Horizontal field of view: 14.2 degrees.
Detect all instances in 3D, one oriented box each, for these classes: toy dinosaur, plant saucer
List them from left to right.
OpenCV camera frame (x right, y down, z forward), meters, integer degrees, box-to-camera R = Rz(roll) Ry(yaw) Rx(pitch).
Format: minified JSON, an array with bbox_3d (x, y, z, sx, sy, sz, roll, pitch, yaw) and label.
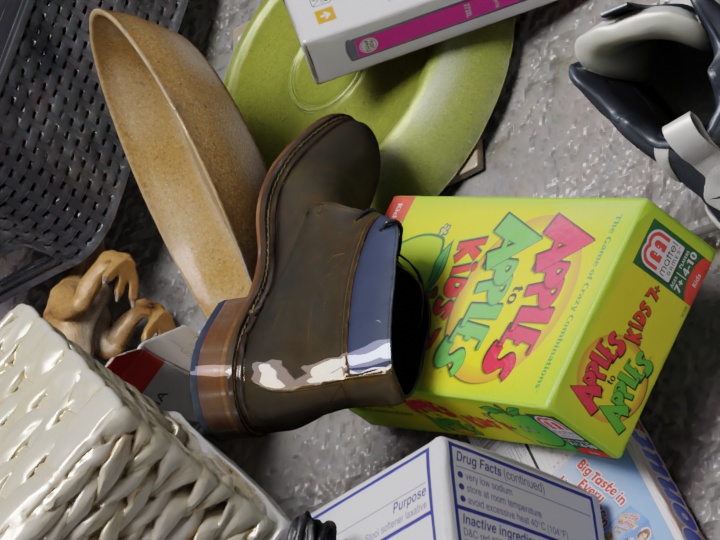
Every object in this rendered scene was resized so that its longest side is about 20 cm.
[{"bbox_3d":[-0.148,0.017,1.540,0.106,0.060,0.201,-14,57,41],"label":"toy dinosaur"},{"bbox_3d":[-0.076,-0.044,1.428,0.035,0.201,0.200,-26,41,-12],"label":"plant saucer"},{"bbox_3d":[-0.008,-0.100,1.482,0.199,0.031,0.201,-24,52,34],"label":"plant saucer"}]

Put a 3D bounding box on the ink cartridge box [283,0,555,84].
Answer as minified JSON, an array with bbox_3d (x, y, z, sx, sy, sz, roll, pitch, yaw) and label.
[{"bbox_3d":[0.055,-0.165,1.427,0.199,0.037,0.095,-21,48,1],"label":"ink cartridge box"}]

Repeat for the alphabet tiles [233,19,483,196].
[{"bbox_3d":[-0.005,-0.077,1.493,0.167,0.008,0.201,-25,50,33],"label":"alphabet tiles"}]

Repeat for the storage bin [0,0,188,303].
[{"bbox_3d":[-0.184,-0.097,1.583,0.135,0.094,0.201,-24,41,48],"label":"storage bin"}]

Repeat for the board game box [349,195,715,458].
[{"bbox_3d":[0.063,0.021,1.298,0.200,0.048,0.102,3,62,59],"label":"board game box"}]

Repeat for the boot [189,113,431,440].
[{"bbox_3d":[0.000,0.000,1.323,0.096,0.075,0.201,-4,43,27],"label":"boot"}]

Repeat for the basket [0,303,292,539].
[{"bbox_3d":[-0.146,0.133,1.219,0.200,0.123,0.135,-48,36,-3],"label":"basket"}]

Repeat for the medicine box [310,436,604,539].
[{"bbox_3d":[0.016,0.202,1.209,0.182,0.103,0.201,-33,49,37],"label":"medicine box"}]

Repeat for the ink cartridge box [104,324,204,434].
[{"bbox_3d":[-0.130,0.108,1.385,0.161,0.050,0.200,-54,-1,6],"label":"ink cartridge box"}]

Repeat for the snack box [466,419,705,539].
[{"bbox_3d":[0.106,0.113,1.252,0.072,0.024,0.200,-44,43,19],"label":"snack box"}]

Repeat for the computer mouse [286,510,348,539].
[{"bbox_3d":[-0.002,0.187,1.118,0.110,0.044,0.200,-59,39,11],"label":"computer mouse"}]

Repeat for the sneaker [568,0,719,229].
[{"bbox_3d":[0.144,-0.108,1.266,0.079,0.129,0.200,-26,50,31],"label":"sneaker"}]
